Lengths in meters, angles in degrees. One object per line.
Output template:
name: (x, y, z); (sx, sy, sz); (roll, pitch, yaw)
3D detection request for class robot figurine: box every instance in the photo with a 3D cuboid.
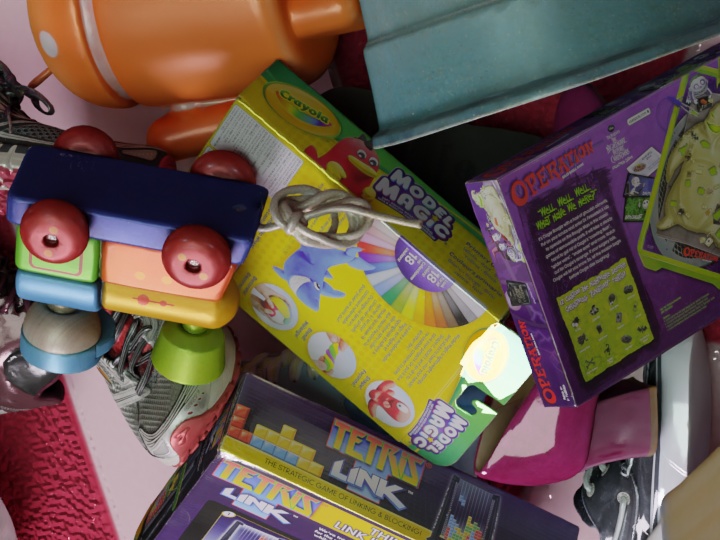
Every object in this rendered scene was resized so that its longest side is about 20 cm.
robot figurine: (-0.088, -0.143, 1.506); (0.199, 0.117, 0.144); (-5, 132, 21)

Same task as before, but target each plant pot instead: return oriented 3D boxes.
plant pot: (0.071, -0.183, 1.409); (0.200, 0.200, 0.197); (-16, 94, 23)

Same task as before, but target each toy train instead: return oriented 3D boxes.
toy train: (-0.075, 0.008, 1.433); (0.199, 0.085, 0.116); (10, 126, 3)

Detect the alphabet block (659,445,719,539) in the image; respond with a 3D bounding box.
alphabet block: (0.281, 0.154, 1.383); (0.196, 0.196, 0.200); (29, 125, -21)

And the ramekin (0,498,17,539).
ramekin: (-0.287, 0.168, 1.668); (0.202, 0.094, 0.203); (15, 128, 19)

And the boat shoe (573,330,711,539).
boat shoe: (0.148, 0.119, 1.546); (0.068, 0.072, 0.201); (9, 117, 14)

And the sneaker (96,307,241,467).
sneaker: (-0.128, 0.031, 1.534); (0.082, 0.200, 0.078); (23, 110, -36)

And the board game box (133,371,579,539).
board game box: (-0.008, 0.152, 1.551); (0.200, 0.057, 0.165); (26, 142, -9)

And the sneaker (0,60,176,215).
sneaker: (-0.189, -0.073, 1.517); (0.199, 0.081, 0.075); (13, 72, 19)

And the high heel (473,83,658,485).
high heel: (0.095, 0.008, 1.465); (0.096, 0.067, 0.201); (-8, 91, -18)

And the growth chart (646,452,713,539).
growth chart: (0.240, 0.160, 1.519); (0.199, 0.018, 0.145); (17, 117, -14)

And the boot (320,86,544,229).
boot: (0.057, -0.036, 1.532); (0.200, 0.075, 0.074); (24, 72, -5)

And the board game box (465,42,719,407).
board game box: (0.145, -0.027, 1.431); (0.032, 0.200, 0.120); (0, 113, 50)

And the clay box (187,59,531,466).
clay box: (0.000, 0.000, 1.471); (0.200, 0.048, 0.115); (40, 134, 2)

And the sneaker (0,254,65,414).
sneaker: (-0.207, -0.008, 1.624); (0.115, 0.076, 0.201); (-4, 117, 14)

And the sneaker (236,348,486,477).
sneaker: (-0.020, 0.048, 1.572); (0.199, 0.080, 0.131); (16, 114, 2)
